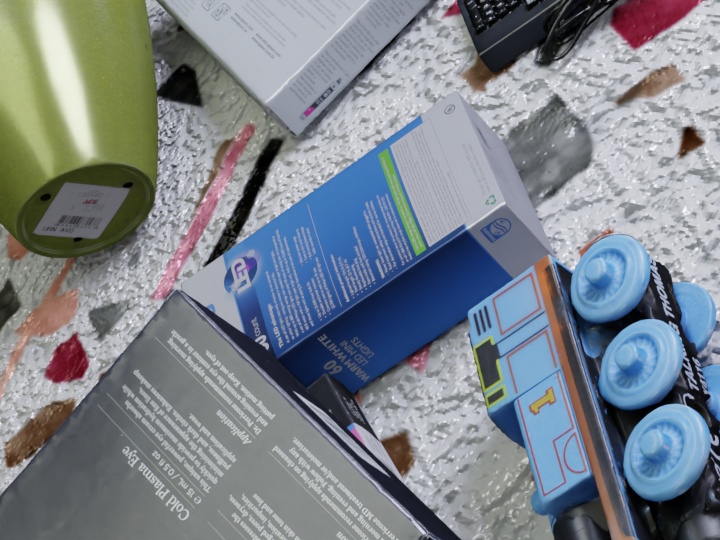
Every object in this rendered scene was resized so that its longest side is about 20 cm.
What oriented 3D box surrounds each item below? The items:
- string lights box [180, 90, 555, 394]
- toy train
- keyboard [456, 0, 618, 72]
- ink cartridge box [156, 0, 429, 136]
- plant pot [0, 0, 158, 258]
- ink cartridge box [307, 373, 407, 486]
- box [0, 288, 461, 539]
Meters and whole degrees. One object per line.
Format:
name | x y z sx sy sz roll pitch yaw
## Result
string lights box | 0.000 0.000 1.235 0.200 0.059 0.103 -34 42 14
toy train | 0.124 0.074 1.062 0.114 0.087 0.201 -37 44 25
keyboard | 0.142 -0.196 1.283 0.200 0.040 0.104 -36 42 14
ink cartridge box | -0.023 -0.205 1.427 0.200 0.043 0.196 -44 40 1
plant pot | -0.205 -0.113 1.428 0.187 0.187 0.201 -34 58 14
ink cartridge box | -0.067 0.154 1.194 0.200 0.037 0.095 -43 42 8
box | -0.070 0.148 1.103 0.182 0.104 0.200 -48 59 1
